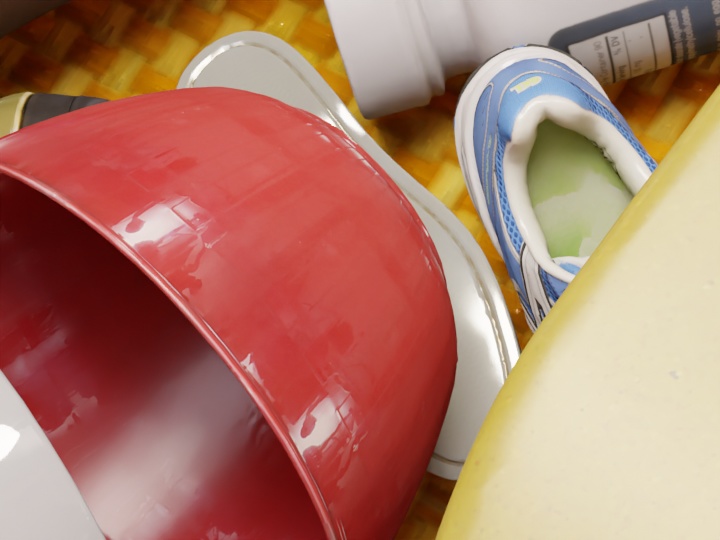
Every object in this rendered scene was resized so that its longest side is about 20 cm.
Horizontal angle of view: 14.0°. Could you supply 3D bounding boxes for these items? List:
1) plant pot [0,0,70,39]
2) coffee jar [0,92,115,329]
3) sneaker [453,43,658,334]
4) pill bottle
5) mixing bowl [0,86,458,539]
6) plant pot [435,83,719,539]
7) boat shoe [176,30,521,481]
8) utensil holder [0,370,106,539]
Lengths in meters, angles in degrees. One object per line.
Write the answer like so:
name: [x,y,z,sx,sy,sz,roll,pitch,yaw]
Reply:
plant pot: [-0.113,-0.178,1.078,0.173,0.200,0.201,-13,65,-4]
coffee jar: [-0.177,-0.009,1.082,0.199,0.085,0.105,-3,61,9]
sneaker: [0.088,0.019,0.999,0.075,0.077,0.201,-29,95,1]
pill bottle: [0.083,-0.128,1.067,0.199,0.120,0.120,-17,65,3]
mixing bowl: [-0.041,0.016,0.951,0.200,0.201,0.108,39,63,22]
plant pot: [0.114,0.105,0.820,0.194,0.196,0.200,38,69,20]
boat shoe: [0.000,0.000,1.059,0.075,0.062,0.200,-40,63,-2]
utensil holder: [-0.192,0.124,0.969,0.199,0.170,0.170,-31,65,-17]
